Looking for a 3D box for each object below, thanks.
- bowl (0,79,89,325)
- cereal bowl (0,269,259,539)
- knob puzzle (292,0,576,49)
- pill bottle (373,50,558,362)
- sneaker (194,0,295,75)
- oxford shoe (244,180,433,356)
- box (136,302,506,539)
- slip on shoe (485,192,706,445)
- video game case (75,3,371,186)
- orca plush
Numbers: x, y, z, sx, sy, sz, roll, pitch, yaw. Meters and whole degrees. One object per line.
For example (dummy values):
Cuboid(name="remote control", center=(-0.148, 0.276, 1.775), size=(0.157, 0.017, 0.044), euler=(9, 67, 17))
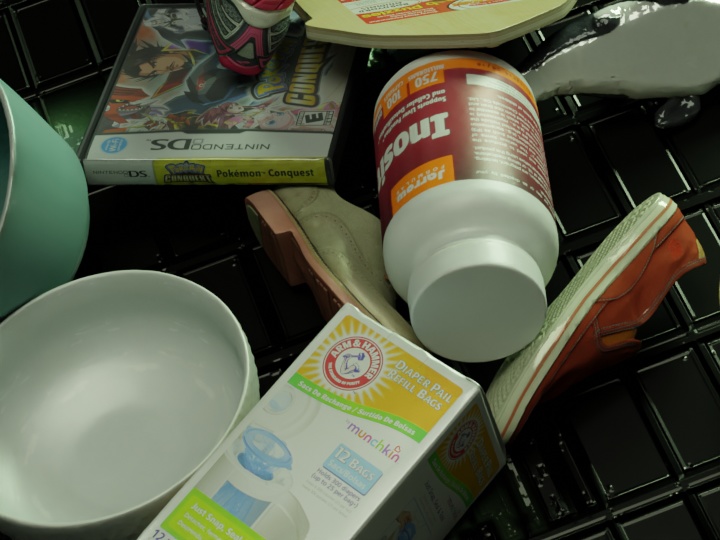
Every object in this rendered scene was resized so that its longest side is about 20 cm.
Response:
Cuboid(name="bowl", center=(-0.257, -0.032, 1.500), size=(0.201, 0.105, 0.201), euler=(-18, 63, 39))
Cuboid(name="cereal bowl", center=(-0.156, 0.100, 1.419), size=(0.200, 0.083, 0.200), euler=(-8, 50, 10))
Cuboid(name="knob puzzle", center=(0.059, -0.172, 1.552), size=(0.219, 0.031, 0.220), euler=(-5, 20, 2))
Cuboid(name="pill bottle", center=(0.068, -0.041, 1.447), size=(0.113, 0.113, 0.200), euler=(-9, 43, 4))
Cuboid(name="sneaker", center=(-0.090, -0.206, 1.610), size=(0.081, 0.075, 0.200), euler=(14, 22, -11))
Cuboid(name="oxford shoe", center=(0.000, 0.000, 1.476), size=(0.074, 0.071, 0.200), euler=(-29, 55, -14))
Cuboid(name="box", center=(-0.020, 0.138, 1.348), size=(0.112, 0.101, 0.200), euler=(33, 72, 29))
Cuboid(name="slip on shoe", center=(0.147, 0.040, 1.423), size=(0.061, 0.074, 0.200), euler=(44, 75, -5))
Cuboid(name="video game case", center=(-0.091, -0.128, 1.585), size=(0.180, 0.026, 0.200), euler=(0, 40, 11))
Cuboid(name="orca plush", center=(0.182, -0.142, 1.565), size=(0.200, 0.071, 0.105), euler=(-29, 99, -5))
